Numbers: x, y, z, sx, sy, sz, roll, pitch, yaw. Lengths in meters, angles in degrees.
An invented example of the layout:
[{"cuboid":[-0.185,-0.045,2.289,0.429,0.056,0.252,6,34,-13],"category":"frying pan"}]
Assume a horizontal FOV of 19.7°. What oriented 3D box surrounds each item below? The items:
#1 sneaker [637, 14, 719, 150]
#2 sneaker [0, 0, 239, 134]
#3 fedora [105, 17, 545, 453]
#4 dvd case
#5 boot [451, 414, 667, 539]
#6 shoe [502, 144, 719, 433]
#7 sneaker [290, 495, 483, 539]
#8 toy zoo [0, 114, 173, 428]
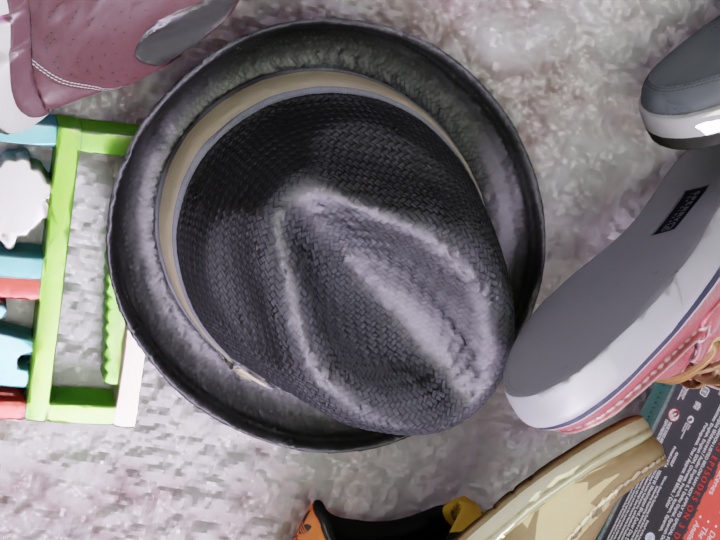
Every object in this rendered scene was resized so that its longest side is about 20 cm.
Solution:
[{"cuboid":[0.181,-0.145,0.835,0.200,0.084,0.121,-35,118,-6],"category":"sneaker"},{"cuboid":[-0.099,-0.138,0.757,0.115,0.076,0.200,-15,149,-11],"category":"sneaker"},{"cuboid":[0.000,0.000,0.834,0.200,0.092,0.201,-8,113,-18],"category":"fedora"},{"cuboid":[0.199,0.125,0.949,0.200,0.022,0.146,30,80,-20],"category":"dvd case"},{"cuboid":[0.086,0.172,0.842,0.200,0.072,0.155,-45,76,3],"category":"boot"},{"cuboid":[0.140,0.023,0.851,0.200,0.071,0.091,-46,112,-38],"category":"shoe"},{"cuboid":[0.060,0.146,0.925,0.200,0.070,0.090,5,112,-12],"category":"sneaker"},{"cuboid":[-0.183,-0.004,0.843,0.200,0.020,0.131,4,109,-14],"category":"toy zoo"}]
